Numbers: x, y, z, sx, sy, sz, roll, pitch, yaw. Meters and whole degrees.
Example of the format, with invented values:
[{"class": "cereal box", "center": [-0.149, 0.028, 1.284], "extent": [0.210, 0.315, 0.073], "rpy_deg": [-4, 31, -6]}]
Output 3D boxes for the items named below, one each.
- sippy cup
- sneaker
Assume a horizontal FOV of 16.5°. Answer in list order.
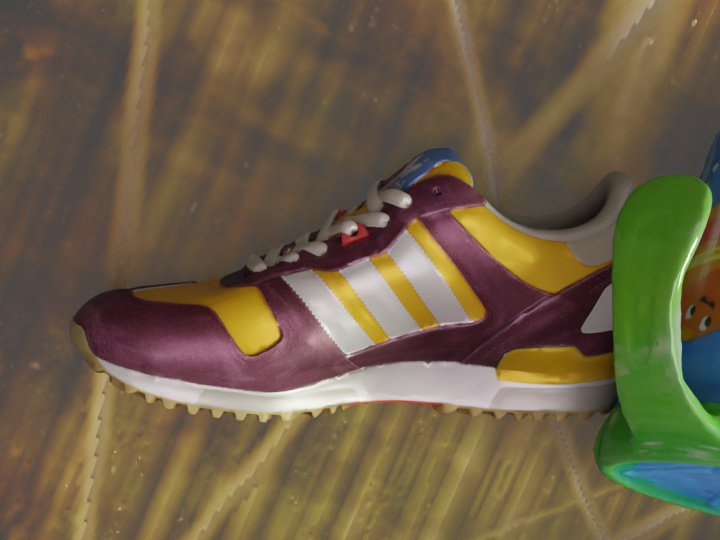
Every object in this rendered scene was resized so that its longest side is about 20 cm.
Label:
[{"class": "sippy cup", "center": [0.158, 0.017, 0.845], "extent": [0.139, 0.178, 0.131], "rpy_deg": [10, 78, 11]}, {"class": "sneaker", "center": [0.000, 0.000, 0.856], "extent": [0.199, 0.075, 0.090], "rpy_deg": [1, 105, -16]}]
